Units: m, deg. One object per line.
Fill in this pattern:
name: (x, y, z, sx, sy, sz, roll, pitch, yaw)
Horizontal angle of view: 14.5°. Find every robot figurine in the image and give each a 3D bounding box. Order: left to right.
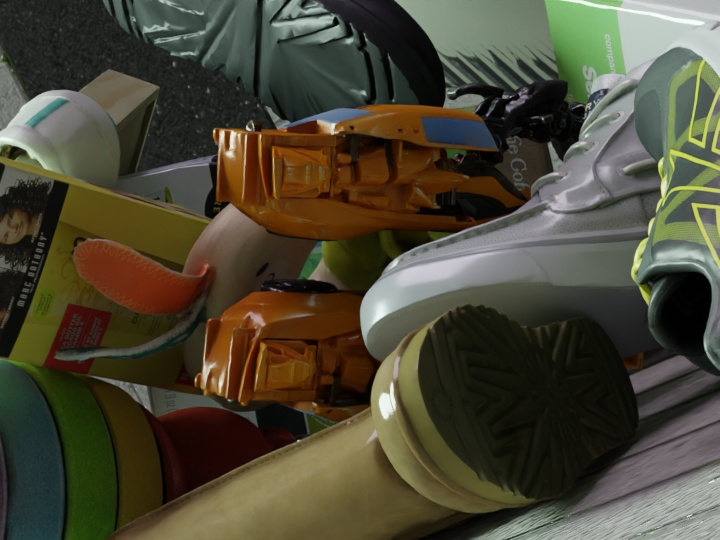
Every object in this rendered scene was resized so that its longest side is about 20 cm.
robot figurine: (0.035, 0.000, 1.066, 0.199, 0.146, 0.058, 0, 8, -32)

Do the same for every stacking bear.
stacking bear: (-0.116, 0.092, 1.114, 0.199, 0.114, 0.122, 4, -52, -37)

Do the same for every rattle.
rattle: (-0.010, 0.030, 1.100, 0.130, 0.143, 0.200, -43, -13, 18)

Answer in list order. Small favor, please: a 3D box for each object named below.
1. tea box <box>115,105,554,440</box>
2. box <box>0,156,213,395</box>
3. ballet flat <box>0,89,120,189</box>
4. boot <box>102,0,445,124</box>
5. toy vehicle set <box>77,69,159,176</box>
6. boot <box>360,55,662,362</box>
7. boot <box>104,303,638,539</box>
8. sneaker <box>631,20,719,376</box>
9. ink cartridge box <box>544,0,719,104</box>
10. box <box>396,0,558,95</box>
tea box: (0.000, 0.000, 1.330, 0.195, 0.135, 0.200, -12, 2, 4)
box: (-0.116, 0.000, 1.095, 0.050, 0.076, 0.200, 20, 1, 28)
ballet flat: (-0.145, 0.024, 1.171, 0.069, 0.201, 0.070, 10, 19, -4)
boot: (-0.003, -0.139, 1.269, 0.198, 0.074, 0.162, 27, 46, 30)
toy vehicle set: (-0.140, 0.016, 1.281, 0.124, 0.026, 0.201, -63, -10, -77)
boot: (0.090, -0.024, 1.029, 0.199, 0.096, 0.074, -8, -30, -10)
boot: (-0.017, 0.083, 0.972, 0.199, 0.066, 0.175, -26, -14, 23)
sneaker: (0.117, -0.018, 0.905, 0.084, 0.075, 0.200, -35, 24, 0)
ink cartridge box: (0.199, -0.092, 1.161, 0.145, 0.085, 0.199, -29, 30, -33)
box: (0.088, -0.115, 1.349, 0.199, 0.069, 0.082, 8, 4, 18)
